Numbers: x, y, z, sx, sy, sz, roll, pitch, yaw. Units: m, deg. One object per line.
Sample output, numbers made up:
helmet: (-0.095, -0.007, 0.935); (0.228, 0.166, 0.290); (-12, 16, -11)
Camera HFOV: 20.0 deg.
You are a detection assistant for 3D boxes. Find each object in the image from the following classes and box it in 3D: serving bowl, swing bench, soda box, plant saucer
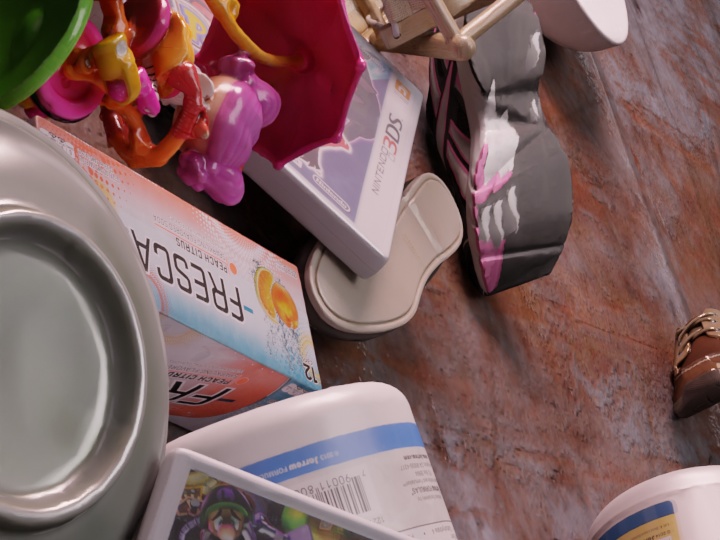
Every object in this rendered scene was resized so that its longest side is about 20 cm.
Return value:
serving bowl: (0.149, -0.267, 1.699); (0.200, 0.065, 0.201); (49, 27, -36)
swing bench: (0.005, -0.227, 1.208); (0.129, 0.200, 0.200); (-38, 105, -25)
soda box: (-0.096, 0.009, 0.863); (0.200, 0.063, 0.069); (31, 41, -54)
plant saucer: (-0.126, 0.035, 0.696); (0.199, 0.050, 0.202); (12, 74, -48)

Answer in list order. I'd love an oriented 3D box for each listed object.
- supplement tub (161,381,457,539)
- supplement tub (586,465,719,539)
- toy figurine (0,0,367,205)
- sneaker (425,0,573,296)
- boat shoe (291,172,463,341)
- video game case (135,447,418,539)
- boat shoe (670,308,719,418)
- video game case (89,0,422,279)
supplement tub: (-0.012, 0.158, 0.816); (0.132, 0.131, 0.202); (5, 65, -65)
supplement tub: (0.222, 0.238, 1.251); (0.145, 0.144, 0.201); (41, 33, -46)
toy figurine: (-0.076, -0.102, 0.918); (0.184, 0.149, 0.201); (43, 55, -40)
sneaker: (0.084, -0.083, 1.354); (0.080, 0.086, 0.202); (0, 86, -28)
boat shoe: (0.000, 0.000, 1.120); (0.067, 0.057, 0.200); (61, 27, -5)
video game case: (-0.005, 0.182, 0.725); (0.199, 0.023, 0.183); (22, 66, -12)
boat shoe: (0.280, 0.072, 1.659); (0.072, 0.075, 0.200); (65, 12, 7)
video game case: (-0.049, -0.112, 1.085); (0.200, 0.023, 0.183); (42, 29, -18)
